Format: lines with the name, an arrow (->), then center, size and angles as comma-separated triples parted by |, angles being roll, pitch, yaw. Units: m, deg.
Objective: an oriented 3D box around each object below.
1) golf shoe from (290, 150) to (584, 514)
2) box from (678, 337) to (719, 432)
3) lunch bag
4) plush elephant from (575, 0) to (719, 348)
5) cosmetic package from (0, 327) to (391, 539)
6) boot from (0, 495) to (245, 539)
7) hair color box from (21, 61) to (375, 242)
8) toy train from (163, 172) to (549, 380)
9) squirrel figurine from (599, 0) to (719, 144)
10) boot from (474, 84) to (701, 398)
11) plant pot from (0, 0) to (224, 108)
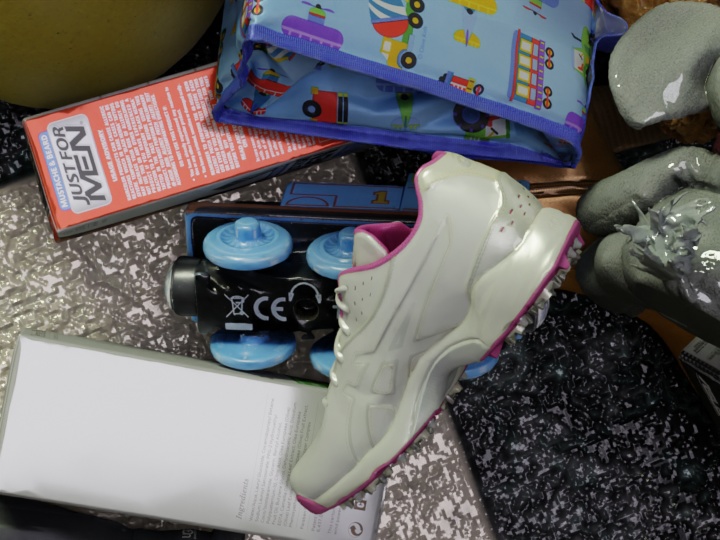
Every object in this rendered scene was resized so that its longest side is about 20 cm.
golf shoe -> 0.017, 0.029, 0.782 | 0.091, 0.075, 0.200 | 39, 112, 1
box -> 0.296, 0.055, 0.941 | 0.200, 0.047, 0.194 | -40, 120, -10
lunch bag -> 0.039, -0.140, 0.806 | 0.198, 0.094, 0.152 | 10, 68, -13
plush elephant -> 0.191, -0.044, 0.789 | 0.164, 0.200, 0.156 | 29, 83, 26
cosmetic package -> -0.090, 0.089, 0.872 | 0.198, 0.108, 0.086 | 12, 88, -12
boot -> -0.171, 0.201, 0.873 | 0.198, 0.066, 0.166 | 8, 99, -7
hair color box -> -0.075, -0.074, 0.875 | 0.198, 0.111, 0.064 | -17, 92, -10
toy train -> 0.000, 0.000, 0.867 | 0.198, 0.114, 0.087 | 2, 118, 7
squirrel figurine -> 0.215, -0.130, 0.909 | 0.199, 0.141, 0.188 | -19, 93, -18
boot -> 0.124, -0.004, 0.941 | 0.143, 0.071, 0.203 | -16, 89, -5
plant pot -> -0.166, -0.189, 0.799 | 0.198, 0.142, 0.202 | 0, 87, 6
